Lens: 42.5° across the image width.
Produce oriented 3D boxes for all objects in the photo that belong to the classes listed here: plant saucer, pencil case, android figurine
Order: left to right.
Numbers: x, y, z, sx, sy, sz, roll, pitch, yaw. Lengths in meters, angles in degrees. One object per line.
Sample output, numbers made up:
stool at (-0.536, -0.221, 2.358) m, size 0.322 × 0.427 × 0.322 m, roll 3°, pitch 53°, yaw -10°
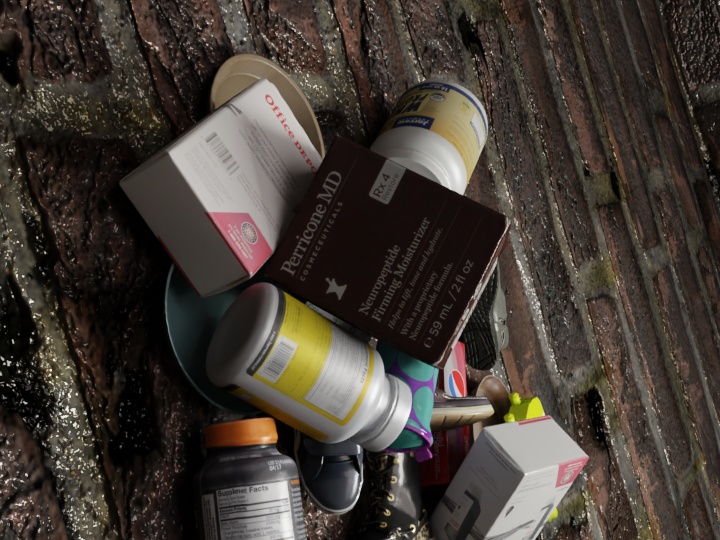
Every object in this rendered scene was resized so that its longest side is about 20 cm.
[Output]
plant saucer at (-0.142, 0.056, 0.987) m, size 0.199 × 0.036 × 0.202 m, roll 27°, pitch 55°, yaw -46°
plant saucer at (-0.116, -0.162, 1.118) m, size 0.200 × 0.029 × 0.202 m, roll 26°, pitch 56°, yaw -47°
pencil case at (0.058, 0.114, 1.091) m, size 0.092 × 0.085 × 0.201 m, roll 40°, pitch 46°, yaw -32°
plant saucer at (0.190, 0.255, 1.347) m, size 0.200 × 0.032 × 0.202 m, roll 36°, pitch 48°, yaw -54°
android figurine at (0.257, 0.276, 1.391) m, size 0.201 × 0.041 × 0.183 m, roll 64°, pitch 31°, yaw -28°

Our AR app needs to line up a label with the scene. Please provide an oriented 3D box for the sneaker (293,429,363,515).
sneaker at (-0.035, 0.167, 1.035) m, size 0.078 × 0.079 × 0.202 m, roll -3°, pitch 69°, yaw -16°

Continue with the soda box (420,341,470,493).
soda box at (0.101, 0.191, 1.236) m, size 0.063 × 0.070 × 0.202 m, roll 27°, pitch 55°, yaw -50°

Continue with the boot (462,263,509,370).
boot at (0.188, 0.042, 1.400) m, size 0.131 × 0.067 × 0.202 m, roll -37°, pitch 126°, yaw -65°

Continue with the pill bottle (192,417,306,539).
pill bottle at (-0.106, 0.246, 0.897) m, size 0.106 × 0.106 × 0.202 m, roll 9°, pitch 69°, yaw -52°

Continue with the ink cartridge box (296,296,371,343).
ink cartridge box at (-0.002, -0.015, 1.122) m, size 0.099 × 0.039 × 0.201 m, roll 28°, pitch 78°, yaw -22°

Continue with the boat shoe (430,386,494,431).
boat shoe at (0.070, 0.164, 1.150) m, size 0.198 × 0.072 × 0.065 m, roll -2°, pitch 65°, yaw -16°

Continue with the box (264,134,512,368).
box at (0.035, -0.012, 0.984) m, size 0.167 × 0.199 × 0.164 m, roll -63°, pitch 170°, yaw -2°

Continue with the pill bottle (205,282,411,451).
pill bottle at (-0.048, 0.105, 0.936) m, size 0.199 × 0.112 × 0.113 m, roll 33°, pitch 50°, yaw -25°

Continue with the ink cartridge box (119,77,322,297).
ink cartridge box at (-0.130, -0.090, 0.965) m, size 0.147 × 0.082 × 0.200 m, roll 56°, pitch 37°, yaw -15°

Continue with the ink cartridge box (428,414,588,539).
ink cartridge box at (0.178, 0.292, 1.174) m, size 0.145 × 0.201 × 0.085 m, roll -1°, pitch 37°, yaw -44°

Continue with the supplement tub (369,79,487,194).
supplement tub at (0.090, -0.162, 1.301) m, size 0.145 × 0.144 × 0.201 m, roll 55°, pitch 39°, yaw -24°

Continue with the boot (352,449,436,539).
boot at (0.024, 0.272, 1.094) m, size 0.199 × 0.073 × 0.152 m, roll 12°, pitch 68°, yaw -56°
